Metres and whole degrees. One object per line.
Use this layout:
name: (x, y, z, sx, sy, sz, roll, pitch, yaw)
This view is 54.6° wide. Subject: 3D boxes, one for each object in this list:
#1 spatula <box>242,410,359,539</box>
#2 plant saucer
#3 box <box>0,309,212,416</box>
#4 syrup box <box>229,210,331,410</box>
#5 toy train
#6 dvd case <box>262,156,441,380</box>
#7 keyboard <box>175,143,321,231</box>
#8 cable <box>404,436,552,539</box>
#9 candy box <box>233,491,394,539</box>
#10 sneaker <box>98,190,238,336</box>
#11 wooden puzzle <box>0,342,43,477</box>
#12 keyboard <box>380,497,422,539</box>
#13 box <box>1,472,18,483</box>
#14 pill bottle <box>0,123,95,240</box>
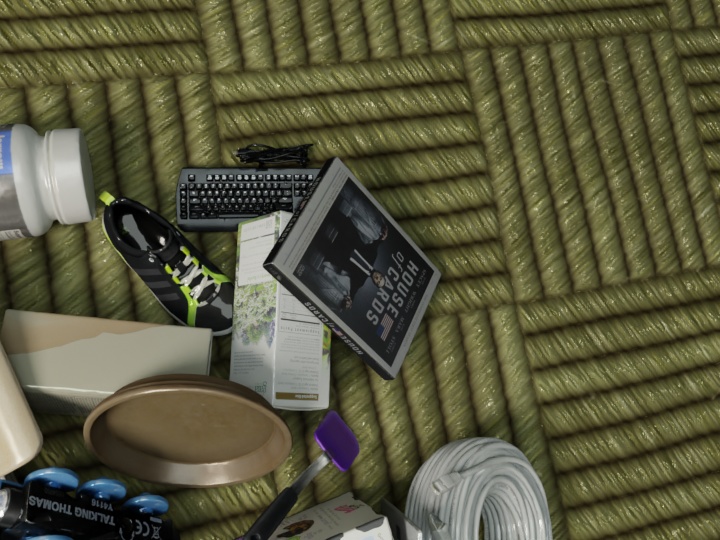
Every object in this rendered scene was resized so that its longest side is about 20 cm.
spatula: (-0.058, 0.216, 0.712, 0.057, 0.021, 0.200, 49, 41, 0)
plant saucer: (-0.164, 0.158, 0.679, 0.196, 0.202, 0.030, 7, 48, -11)
box: (-0.252, 0.100, 0.702, 0.196, 0.095, 0.079, 7, 63, -13)
syrup box: (-0.084, 0.046, 0.749, 0.081, 0.078, 0.204, 10, 76, -43)
toy train: (-0.263, 0.247, 0.644, 0.113, 0.199, 0.088, -31, 48, 20)
dvd case: (0.000, 0.000, 0.761, 0.200, 0.025, 0.152, 45, 57, -27)
keyboard: (-0.112, -0.099, 0.804, 0.196, 0.040, 0.106, -2, 81, -14)
cable: (0.129, 0.280, 0.733, 0.199, 0.069, 0.203, -20, 93, -48)
candy box: (-0.072, 0.294, 0.674, 0.197, 0.168, 0.073, -18, 84, -15)
sneaker: (-0.204, -0.004, 0.741, 0.199, 0.083, 0.072, 41, 74, -5)
wooden puzzle: (-0.404, 0.123, 0.618, 0.198, 0.046, 0.188, -28, 86, 10)
keyboard: (0.039, 0.267, 0.687, 0.010, 0.200, 0.057, 3, 79, -7)
box: (-0.422, 0.224, 0.674, 0.154, 0.041, 0.202, -30, 86, -15)
pill bottle: (-0.377, -0.086, 0.702, 0.196, 0.114, 0.116, -9, 82, -14)
